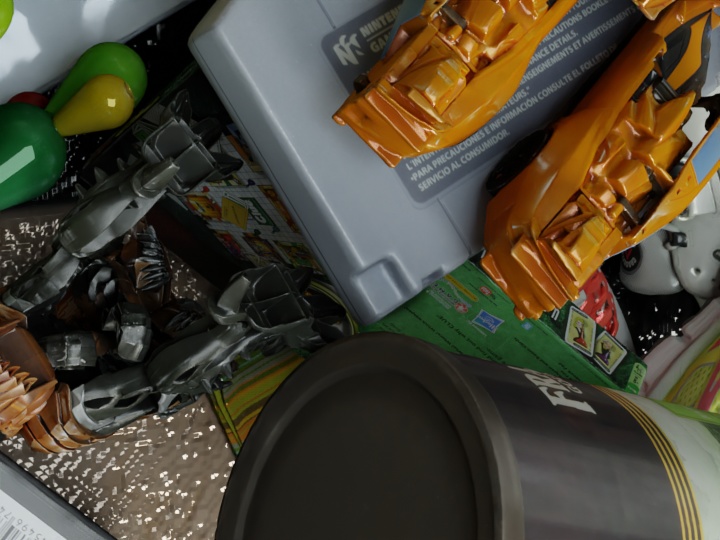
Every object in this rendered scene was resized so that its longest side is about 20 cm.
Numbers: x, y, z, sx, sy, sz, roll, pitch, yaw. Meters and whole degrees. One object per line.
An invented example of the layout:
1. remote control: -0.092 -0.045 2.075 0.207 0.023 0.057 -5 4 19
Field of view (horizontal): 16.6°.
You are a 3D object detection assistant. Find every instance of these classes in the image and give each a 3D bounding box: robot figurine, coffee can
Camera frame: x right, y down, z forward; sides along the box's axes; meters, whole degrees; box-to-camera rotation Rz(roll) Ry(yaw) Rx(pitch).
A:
1. robot figurine: 0.088 -0.086 0.845 0.145 0.058 0.200 46 62 -12
2. coffee can: 0.070 0.110 0.846 0.200 0.146 0.147 14 92 -38

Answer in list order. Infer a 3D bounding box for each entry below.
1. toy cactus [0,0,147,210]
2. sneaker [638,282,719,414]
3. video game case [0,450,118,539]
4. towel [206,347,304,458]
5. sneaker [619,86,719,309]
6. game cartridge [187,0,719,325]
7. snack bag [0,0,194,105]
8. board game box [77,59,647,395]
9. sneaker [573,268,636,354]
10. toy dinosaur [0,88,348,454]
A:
1. toy cactus: -0.153 -0.042 0.814 0.200 0.102 0.166 -10 119 -66
2. sneaker: 0.181 0.026 0.969 0.078 0.090 0.200 28 99 -36
3. video game case: -0.132 0.165 0.824 0.200 0.025 0.181 40 81 -20
4. towel: 0.008 0.099 0.999 0.086 0.018 0.200 -30 111 -18
5. sneaker: 0.134 -0.037 1.007 0.088 0.074 0.200 -40 116 -12
6. game cartridge: 0.040 -0.085 0.874 0.200 0.042 0.133 -33 90 -30
7. snack bag: -0.134 -0.159 0.884 0.188 0.021 0.200 -34 111 -17
8. board game box: 0.000 0.000 0.913 0.200 0.105 0.023 40 46 -14
9. sneaker: 0.068 0.003 0.962 0.067 0.108 0.202 -42 114 -14
10. toy dinosaur: -0.085 0.025 0.844 0.136 0.200 0.102 -36 102 14
